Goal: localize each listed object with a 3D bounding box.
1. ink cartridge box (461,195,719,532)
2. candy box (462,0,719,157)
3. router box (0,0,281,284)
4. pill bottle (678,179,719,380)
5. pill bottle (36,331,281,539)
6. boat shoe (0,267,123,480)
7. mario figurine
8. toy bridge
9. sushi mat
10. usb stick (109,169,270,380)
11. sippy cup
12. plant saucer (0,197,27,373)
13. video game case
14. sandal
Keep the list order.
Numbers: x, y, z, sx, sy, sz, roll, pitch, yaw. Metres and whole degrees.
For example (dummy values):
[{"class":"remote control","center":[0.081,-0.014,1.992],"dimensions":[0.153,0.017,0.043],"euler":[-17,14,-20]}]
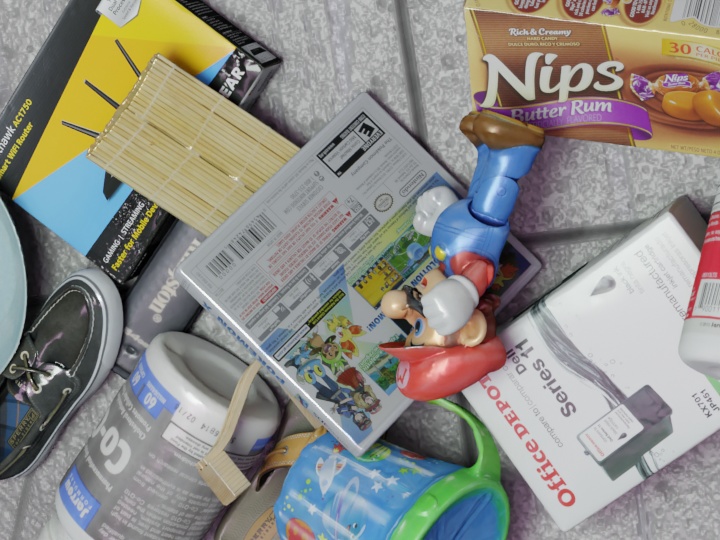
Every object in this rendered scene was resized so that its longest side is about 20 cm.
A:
[{"class":"ink cartridge box","center":[0.184,0.066,1.647],"dimensions":[0.200,0.083,0.147],"euler":[-37,88,19]},{"class":"candy box","center":[0.173,-0.143,1.597],"dimensions":[0.199,0.057,0.117],"euler":[8,141,13]},{"class":"router box","center":[-0.173,-0.114,1.726],"dimensions":[0.149,0.051,0.201],"euler":[37,109,6]},{"class":"pill bottle","center":[0.282,-0.024,1.530],"dimensions":[0.112,0.112,0.201],"euler":[14,82,12]},{"class":"pill bottle","center":[-0.155,0.155,1.739],"dimensions":[0.114,0.114,0.201],"euler":[36,106,6]},{"class":"boat shoe","center":[-0.239,0.085,1.757],"dimensions":[0.069,0.057,0.201],"euler":[41,120,18]},{"class":"mario figurine","center":[0.056,-0.012,1.592],"dimensions":[0.105,0.123,0.201],"euler":[15,88,27]},{"class":"toy bridge","center":[-0.042,0.080,1.677],"dimensions":[0.200,0.027,0.067],"euler":[-40,89,-27]},{"class":"sushi mat","center":[-0.091,-0.066,1.690],"dimensions":[0.199,0.012,0.096],"euler":[33,105,-20]},{"class":"usb stick","center":[-0.127,-0.003,1.742],"dimensions":[0.055,0.033,0.200],"euler":[31,108,-12]},{"class":"sippy cup","center":[0.015,0.179,1.654],"dimensions":[0.130,0.178,0.140],"euler":[29,146,31]},{"class":"plant saucer","center":[-0.315,-0.007,1.774],"dimensions":[0.200,0.039,0.202],"euler":[10,107,32]},{"class":"video game case","center":[0.000,0.000,1.654],"dimensions":[0.182,0.022,0.200],"euler":[44,67,4]},{"class":"sandal","center":[-0.049,0.152,1.740],"dimensions":[0.082,0.055,0.200],"euler":[39,107,5]}]
